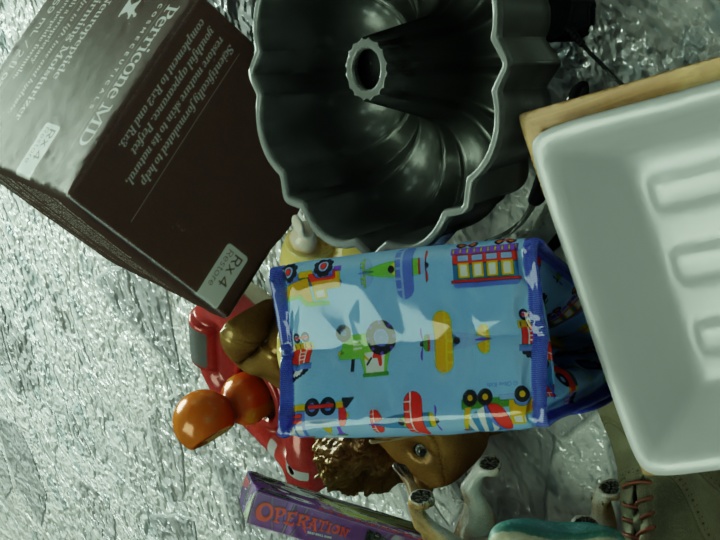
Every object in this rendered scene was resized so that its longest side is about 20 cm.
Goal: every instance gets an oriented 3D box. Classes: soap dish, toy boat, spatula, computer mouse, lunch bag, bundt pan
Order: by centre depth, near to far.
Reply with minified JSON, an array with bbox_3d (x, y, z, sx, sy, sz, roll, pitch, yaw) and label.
[{"bbox_3d":[0.181,-0.005,0.745,0.156,0.081,0.202,-13,104,35],"label":"soap dish"},{"bbox_3d":[0.131,-0.126,0.831,0.201,0.034,0.059,52,154,7],"label":"computer mouse"},{"bbox_3d":[0.029,-0.109,0.838,0.201,0.075,0.204,8,101,46],"label":"bundt pan"},{"bbox_3d":[0.062,0.042,0.852,0.149,0.200,0.095,-6,83,25],"label":"lunch bag"},{"bbox_3d":[0.095,-0.035,0.929,0.020,0.057,0.201,35,130,10],"label":"spatula"},{"bbox_3d":[-0.097,0.109,1.281,0.200,0.130,0.131,41,145,35],"label":"toy boat"}]

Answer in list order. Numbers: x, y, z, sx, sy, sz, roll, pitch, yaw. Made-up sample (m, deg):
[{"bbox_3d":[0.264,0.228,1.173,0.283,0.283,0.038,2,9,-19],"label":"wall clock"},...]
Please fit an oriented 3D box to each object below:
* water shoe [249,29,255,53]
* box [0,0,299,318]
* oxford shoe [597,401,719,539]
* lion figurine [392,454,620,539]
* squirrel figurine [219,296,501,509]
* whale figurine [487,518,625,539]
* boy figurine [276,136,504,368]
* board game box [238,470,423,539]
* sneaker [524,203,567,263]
[{"bbox_3d":[0.005,-0.120,0.981,0.199,0.078,0.072,28,136,46],"label":"water shoe"},{"bbox_3d":[-0.155,-0.096,1.116,0.164,0.167,0.199,40,168,-38],"label":"box"},{"bbox_3d":[0.183,0.139,0.911,0.201,0.074,0.070,61,152,4],"label":"oxford shoe"},{"bbox_3d":[0.115,0.192,1.022,0.198,0.073,0.123,14,131,26],"label":"lion figurine"},{"bbox_3d":[0.014,0.086,1.116,0.186,0.141,0.201,39,159,18],"label":"squirrel figurine"},{"bbox_3d":[0.107,0.197,0.903,0.104,0.157,0.201,-83,-6,-46],"label":"whale figurine"},{"bbox_3d":[0.000,0.000,0.965,0.201,0.124,0.065,-52,37,23],"label":"boy figurine"},{"bbox_3d":[0.011,0.191,1.113,0.120,0.198,0.033,-153,81,-83],"label":"board game box"},{"bbox_3d":[0.129,0.001,0.896,0.080,0.077,0.200,33,155,1],"label":"sneaker"}]
